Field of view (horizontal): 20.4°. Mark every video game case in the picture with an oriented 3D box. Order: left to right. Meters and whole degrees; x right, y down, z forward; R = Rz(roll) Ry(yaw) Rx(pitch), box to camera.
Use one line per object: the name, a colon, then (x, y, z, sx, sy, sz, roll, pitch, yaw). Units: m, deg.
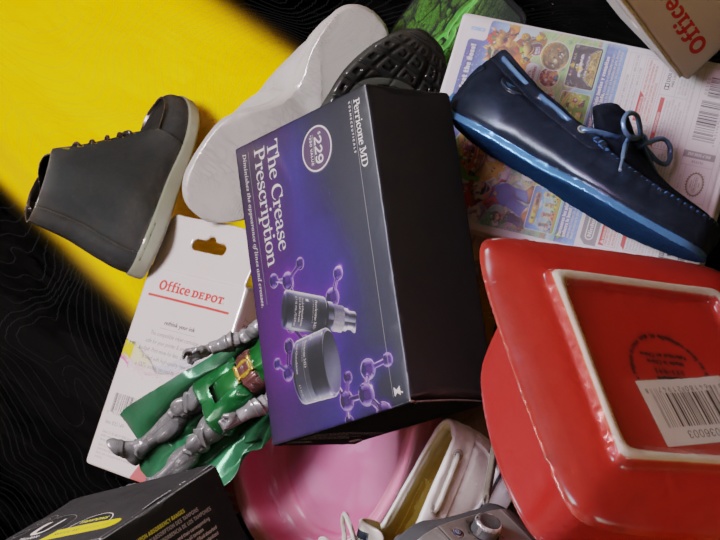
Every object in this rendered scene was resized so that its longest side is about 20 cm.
video game case: (0.141, -0.081, 1.299, 0.199, 0.018, 0.144, 14, 82, 20)

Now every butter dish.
butter dish: (0.146, 0.099, 1.177, 0.148, 0.199, 0.200, -53, 42, 40)

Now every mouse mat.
mouse mat: (0.035, -0.132, 1.456, 0.200, 0.008, 0.161, -53, 31, 13)

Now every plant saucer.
plant saucer: (-0.011, 0.108, 1.380, 0.200, 0.051, 0.202, -20, 63, 46)

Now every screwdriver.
screwdriver: (0.088, 0.078, 1.262, 0.029, 0.028, 0.201, -30, 28, 37)

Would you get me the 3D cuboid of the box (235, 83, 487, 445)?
box: (0.000, 0.000, 1.275, 0.141, 0.079, 0.201, -21, 72, 44)

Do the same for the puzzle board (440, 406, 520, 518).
puzzle board: (0.115, 0.134, 1.291, 0.150, 0.017, 0.201, -32, 54, 28)

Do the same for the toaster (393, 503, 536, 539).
toaster: (0.067, 0.245, 1.157, 0.129, 0.113, 0.201, 39, 121, 36)

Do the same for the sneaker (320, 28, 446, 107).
sneaker: (-0.018, -0.091, 1.418, 0.200, 0.076, 0.091, -50, 20, -2)

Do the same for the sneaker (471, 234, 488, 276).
sneaker: (0.081, -0.048, 1.371, 0.200, 0.075, 0.081, -45, 66, 18)

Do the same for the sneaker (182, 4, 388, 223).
sneaker: (-0.058, -0.115, 1.511, 0.200, 0.075, 0.088, -46, 13, -5)

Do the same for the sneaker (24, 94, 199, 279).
sneaker: (-0.192, -0.089, 1.567, 0.075, 0.106, 0.201, -55, 17, 36)

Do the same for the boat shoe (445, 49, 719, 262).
boat shoe: (0.143, -0.078, 1.245, 0.200, 0.084, 0.069, 34, 85, 20)

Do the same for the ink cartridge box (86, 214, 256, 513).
ink cartridge box: (-0.118, 0.067, 1.499, 0.116, 0.067, 0.201, 13, 82, 44)

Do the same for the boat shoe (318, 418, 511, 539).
boat shoe: (0.013, 0.179, 1.246, 0.202, 0.086, 0.075, -54, 22, -6)

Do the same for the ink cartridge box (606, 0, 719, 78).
ink cartridge box: (0.224, -0.240, 1.229, 0.200, 0.146, 0.086, -42, 47, 6)

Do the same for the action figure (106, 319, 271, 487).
action figure: (-0.090, 0.085, 1.389, 0.200, 0.055, 0.118, -40, 56, 18)

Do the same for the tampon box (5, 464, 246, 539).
tampon box: (-0.148, 0.255, 1.341, 0.149, 0.126, 0.201, -18, 97, 38)
